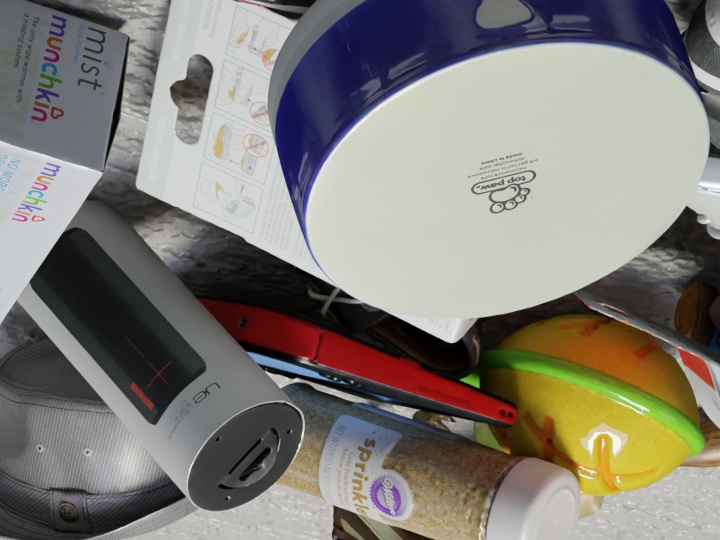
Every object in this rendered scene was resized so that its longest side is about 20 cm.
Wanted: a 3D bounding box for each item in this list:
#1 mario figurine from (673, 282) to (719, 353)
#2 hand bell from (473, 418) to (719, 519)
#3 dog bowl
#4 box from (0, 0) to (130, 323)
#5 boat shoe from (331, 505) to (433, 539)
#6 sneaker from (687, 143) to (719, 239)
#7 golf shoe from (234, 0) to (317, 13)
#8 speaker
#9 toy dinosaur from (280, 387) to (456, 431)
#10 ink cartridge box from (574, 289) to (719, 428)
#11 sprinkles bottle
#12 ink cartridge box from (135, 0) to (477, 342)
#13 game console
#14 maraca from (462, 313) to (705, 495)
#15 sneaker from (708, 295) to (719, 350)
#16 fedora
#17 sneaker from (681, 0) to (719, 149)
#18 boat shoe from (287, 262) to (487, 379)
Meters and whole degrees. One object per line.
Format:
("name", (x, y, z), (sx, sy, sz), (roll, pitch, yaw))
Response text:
("mario figurine", (0.290, 0.047, 1.645), (0.200, 0.106, 0.123), (29, -178, -18))
("hand bell", (0.183, 0.123, 1.792), (0.200, 0.104, 0.104), (-15, 148, 9))
("dog bowl", (0.060, -0.067, 1.290), (0.200, 0.079, 0.200), (-10, 143, -8))
("box", (-0.241, -0.072, 1.483), (0.176, 0.097, 0.200), (18, 148, -17))
("boat shoe", (0.049, 0.209, 1.842), (0.075, 0.202, 0.075), (6, 116, -38))
("sneaker", (0.219, -0.029, 1.460), (0.200, 0.073, 0.071), (14, 108, 2))
("golf shoe", (0.014, -0.144, 1.288), (0.200, 0.092, 0.073), (1, 112, 6))
("speaker", (-0.118, 0.048, 1.567), (0.081, 0.200, 0.081), (-26, 141, -23))
("toy dinosaur", (0.030, 0.120, 1.779), (0.200, 0.101, 0.058), (43, 100, -3))
("ink cartridge box", (0.202, 0.075, 1.520), (0.200, 0.050, 0.162), (24, -177, -1))
("sprinkles bottle", (0.033, 0.125, 1.658), (0.200, 0.068, 0.068), (17, 159, 31))
("ink cartridge box", (-0.010, -0.069, 1.448), (0.200, 0.057, 0.163), (29, 135, 13))
("game console", (-0.022, 0.058, 1.662), (0.177, 0.031, 0.200), (23, 173, -26))
("maraca", (0.126, 0.081, 1.685), (0.137, 0.107, 0.200), (35, 163, -32))
("sneaker", (0.271, 0.043, 1.513), (0.200, 0.076, 0.115), (21, -176, -39))
("fedora", (-0.171, 0.093, 1.737), (0.200, 0.177, 0.090), (6, 125, 33))
("sneaker", (0.251, -0.088, 1.394), (0.200, 0.073, 0.112), (21, 152, -9))
("boat shoe", (0.000, 0.000, 1.597), (0.072, 0.068, 0.200), (-20, 141, 41))
